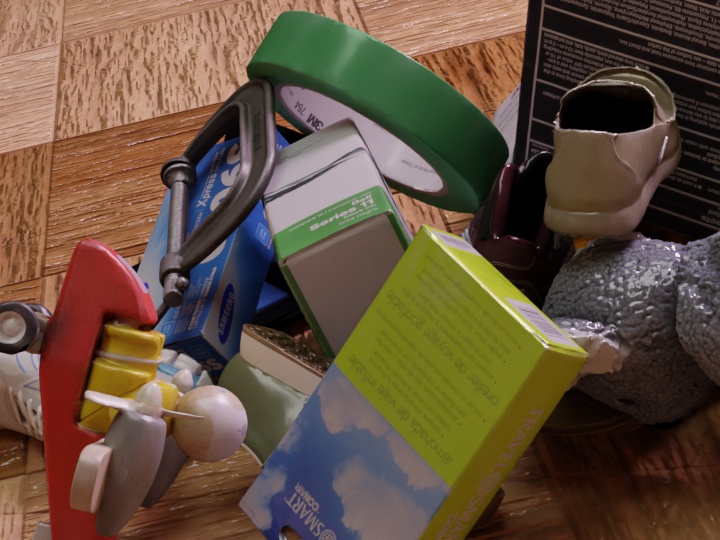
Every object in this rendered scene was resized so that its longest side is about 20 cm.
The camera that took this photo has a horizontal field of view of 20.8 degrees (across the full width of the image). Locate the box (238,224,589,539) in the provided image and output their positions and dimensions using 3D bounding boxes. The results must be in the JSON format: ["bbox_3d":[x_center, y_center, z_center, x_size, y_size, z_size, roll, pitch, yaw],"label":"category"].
[{"bbox_3d":[0.026,0.091,1.092,0.048,0.200,0.122,16,23,-48],"label":"box"}]

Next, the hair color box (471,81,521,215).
[{"bbox_3d":[0.147,-0.105,1.534,0.099,0.061,0.200,-51,10,27],"label":"hair color box"}]

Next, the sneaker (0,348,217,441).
[{"bbox_3d":[-0.201,0.094,1.326,0.199,0.075,0.087,0,33,27],"label":"sneaker"}]

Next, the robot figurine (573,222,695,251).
[{"bbox_3d":[0.216,-0.028,1.397,0.145,0.058,0.200,4,30,31],"label":"robot figurine"}]

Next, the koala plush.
[{"bbox_3d":[0.193,0.029,1.124,0.199,0.184,0.177,3,28,25],"label":"koala plush"}]

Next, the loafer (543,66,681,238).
[{"bbox_3d":[0.155,-0.086,1.180,0.075,0.068,0.200,6,28,11],"label":"loafer"}]

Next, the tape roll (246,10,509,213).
[{"bbox_3d":[0.012,-0.114,1.436,0.200,0.200,0.048,20,74,49],"label":"tape roll"}]

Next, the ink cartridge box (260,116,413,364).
[{"bbox_3d":[0.000,0.000,1.316,0.083,0.147,0.200,-26,24,3],"label":"ink cartridge box"}]

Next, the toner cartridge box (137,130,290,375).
[{"bbox_3d":[-0.111,-0.009,1.421,0.095,0.043,0.200,-17,42,34],"label":"toner cartridge box"}]

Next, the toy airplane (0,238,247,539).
[{"bbox_3d":[-0.134,0.107,1.133,0.141,0.199,0.200,-6,42,0],"label":"toy airplane"}]

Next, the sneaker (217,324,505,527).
[{"bbox_3d":[-0.011,0.119,1.191,0.200,0.090,0.067,33,10,24],"label":"sneaker"}]

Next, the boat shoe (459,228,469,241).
[{"bbox_3d":[0.100,0.036,1.326,0.062,0.072,0.200,6,28,-9],"label":"boat shoe"}]

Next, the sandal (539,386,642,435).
[{"bbox_3d":[0.162,0.067,1.221,0.200,0.054,0.080,-14,53,-33],"label":"sandal"}]

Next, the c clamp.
[{"bbox_3d":[-0.116,-0.049,1.381,0.171,0.027,0.200,-43,26,29],"label":"c clamp"}]

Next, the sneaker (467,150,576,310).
[{"bbox_3d":[0.112,-0.037,1.266,0.075,0.116,0.200,14,30,2],"label":"sneaker"}]

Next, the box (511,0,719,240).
[{"bbox_3d":[0.219,-0.141,1.313,0.200,0.199,0.123,22,38,24],"label":"box"}]

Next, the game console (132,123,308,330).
[{"bbox_3d":[-0.106,-0.029,1.490,0.116,0.176,0.200,10,10,-36],"label":"game console"}]
